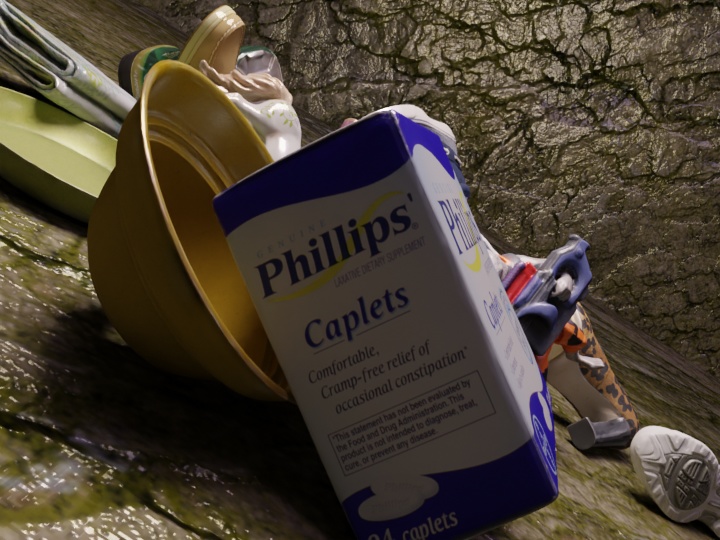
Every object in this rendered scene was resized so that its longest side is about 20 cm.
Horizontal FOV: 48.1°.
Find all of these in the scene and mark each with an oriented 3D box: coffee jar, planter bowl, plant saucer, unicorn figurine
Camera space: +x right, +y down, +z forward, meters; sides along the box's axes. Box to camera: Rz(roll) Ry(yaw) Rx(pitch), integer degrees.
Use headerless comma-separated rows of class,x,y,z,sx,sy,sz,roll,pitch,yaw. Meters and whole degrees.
coffee jar,-0.180,-0.195,0.895,0.197,0.106,0.085,12,29,33
planter bowl,-0.092,-0.005,0.453,0.202,0.082,0.202,58,16,-27
plant saucer,-0.226,-0.082,0.637,0.198,0.031,0.200,31,11,-6
unicorn figurine,-0.077,-0.070,0.672,0.135,0.205,0.073,-3,5,-36

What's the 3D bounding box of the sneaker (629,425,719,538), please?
sneaker,0.330,0.212,0.837,0.199,0.078,0.099,37,1,-27

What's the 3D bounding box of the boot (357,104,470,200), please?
boot,0.066,-0.122,0.903,0.199,0.072,0.092,-3,69,-57

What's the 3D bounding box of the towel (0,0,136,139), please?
towel,-0.274,-0.179,0.800,0.171,0.048,0.200,40,2,26

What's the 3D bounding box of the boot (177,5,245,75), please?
boot,-0.106,-0.120,0.742,0.154,0.201,0.073,36,38,7

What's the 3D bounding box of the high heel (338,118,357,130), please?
high heel,0.021,-0.076,0.948,0.067,0.097,0.201,-4,-45,44

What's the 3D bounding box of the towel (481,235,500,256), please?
towel,0.144,-0.020,0.920,0.147,0.024,0.200,48,9,8

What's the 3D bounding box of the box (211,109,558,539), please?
box,0.028,0.026,0.467,0.203,0.103,0.184,66,13,0

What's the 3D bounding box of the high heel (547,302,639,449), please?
high heel,0.251,0.100,0.902,0.141,0.071,0.204,12,61,-50

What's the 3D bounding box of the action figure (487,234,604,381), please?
action figure,0.125,0.069,0.705,0.104,0.200,0.195,17,-36,57
